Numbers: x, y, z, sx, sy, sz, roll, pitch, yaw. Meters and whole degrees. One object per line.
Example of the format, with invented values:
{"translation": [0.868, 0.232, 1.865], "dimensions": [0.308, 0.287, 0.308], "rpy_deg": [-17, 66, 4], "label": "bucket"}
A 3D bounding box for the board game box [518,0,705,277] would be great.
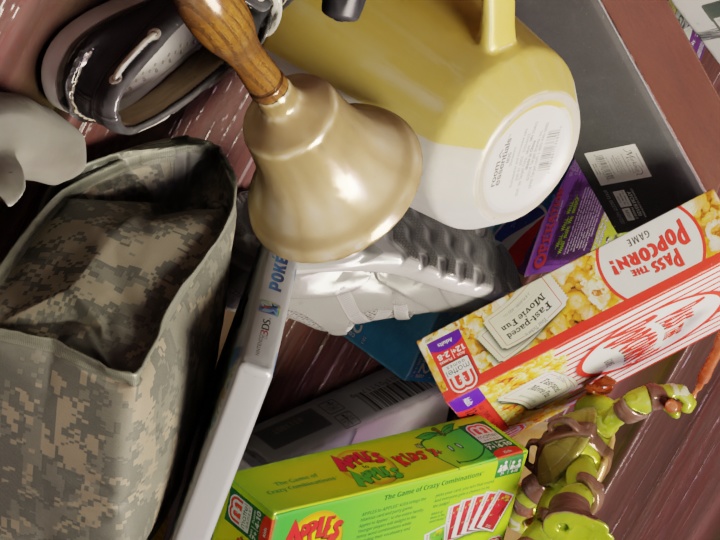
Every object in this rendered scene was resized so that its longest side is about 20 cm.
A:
{"translation": [0.167, -0.095, 1.935], "dimensions": [0.120, 0.032, 0.201], "rpy_deg": [-14, 129, -50], "label": "board game box"}

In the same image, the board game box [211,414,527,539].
{"translation": [0.002, 0.155, 1.707], "dimensions": [0.199, 0.048, 0.102], "rpy_deg": [-10, 123, -41], "label": "board game box"}

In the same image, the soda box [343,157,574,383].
{"translation": [0.066, -0.030, 1.832], "dimensions": [0.064, 0.068, 0.201], "rpy_deg": [7, 114, -53], "label": "soda box"}

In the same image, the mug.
{"translation": [0.037, -0.109, 1.653], "dimensions": [0.149, 0.153, 0.187], "rpy_deg": [-47, 145, -9], "label": "mug"}

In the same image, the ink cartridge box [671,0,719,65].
{"translation": [0.240, -0.221, 1.805], "dimensions": [0.200, 0.084, 0.147], "rpy_deg": [40, 48, -57], "label": "ink cartridge box"}

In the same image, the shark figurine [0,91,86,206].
{"translation": [-0.216, -0.036, 1.470], "dimensions": [0.214, 0.089, 0.128], "rpy_deg": [-37, 141, -27], "label": "shark figurine"}

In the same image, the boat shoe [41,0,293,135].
{"translation": [-0.079, -0.137, 1.567], "dimensions": [0.200, 0.060, 0.074], "rpy_deg": [-33, 136, -30], "label": "boat shoe"}

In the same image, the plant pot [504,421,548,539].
{"translation": [0.094, 0.196, 1.912], "dimensions": [0.200, 0.027, 0.201], "rpy_deg": [-25, 119, -57], "label": "plant pot"}

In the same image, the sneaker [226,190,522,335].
{"translation": [0.000, 0.000, 1.752], "dimensions": [0.199, 0.075, 0.082], "rpy_deg": [9, 132, -21], "label": "sneaker"}

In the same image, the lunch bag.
{"translation": [-0.135, 0.039, 1.598], "dimensions": [0.200, 0.117, 0.165], "rpy_deg": [-60, 163, -47], "label": "lunch bag"}

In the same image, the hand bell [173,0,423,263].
{"translation": [-0.052, -0.102, 1.521], "dimensions": [0.104, 0.104, 0.200], "rpy_deg": [-47, 139, -11], "label": "hand bell"}

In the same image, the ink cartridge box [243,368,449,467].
{"translation": [-0.024, 0.170, 1.919], "dimensions": [0.162, 0.057, 0.201], "rpy_deg": [-23, 130, -39], "label": "ink cartridge box"}

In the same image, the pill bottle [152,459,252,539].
{"translation": [-0.127, 0.207, 1.757], "dimensions": [0.200, 0.112, 0.112], "rpy_deg": [-35, 143, -11], "label": "pill bottle"}

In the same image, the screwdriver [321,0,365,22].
{"translation": [0.008, -0.235, 1.592], "dimensions": [0.028, 0.029, 0.201], "rpy_deg": [0, 102, -56], "label": "screwdriver"}

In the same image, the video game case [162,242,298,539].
{"translation": [-0.075, 0.079, 1.628], "dimensions": [0.183, 0.022, 0.201], "rpy_deg": [-79, -171, -57], "label": "video game case"}

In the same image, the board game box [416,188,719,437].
{"translation": [0.144, 0.032, 1.788], "dimensions": [0.199, 0.046, 0.152], "rpy_deg": [-28, 162, 5], "label": "board game box"}

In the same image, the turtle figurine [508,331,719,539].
{"translation": [0.138, 0.116, 1.772], "dimensions": [0.200, 0.064, 0.162], "rpy_deg": [-37, -162, 35], "label": "turtle figurine"}

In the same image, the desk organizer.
{"translation": [0.154, -0.126, 1.768], "dimensions": [0.200, 0.071, 0.077], "rpy_deg": [58, 38, -30], "label": "desk organizer"}
